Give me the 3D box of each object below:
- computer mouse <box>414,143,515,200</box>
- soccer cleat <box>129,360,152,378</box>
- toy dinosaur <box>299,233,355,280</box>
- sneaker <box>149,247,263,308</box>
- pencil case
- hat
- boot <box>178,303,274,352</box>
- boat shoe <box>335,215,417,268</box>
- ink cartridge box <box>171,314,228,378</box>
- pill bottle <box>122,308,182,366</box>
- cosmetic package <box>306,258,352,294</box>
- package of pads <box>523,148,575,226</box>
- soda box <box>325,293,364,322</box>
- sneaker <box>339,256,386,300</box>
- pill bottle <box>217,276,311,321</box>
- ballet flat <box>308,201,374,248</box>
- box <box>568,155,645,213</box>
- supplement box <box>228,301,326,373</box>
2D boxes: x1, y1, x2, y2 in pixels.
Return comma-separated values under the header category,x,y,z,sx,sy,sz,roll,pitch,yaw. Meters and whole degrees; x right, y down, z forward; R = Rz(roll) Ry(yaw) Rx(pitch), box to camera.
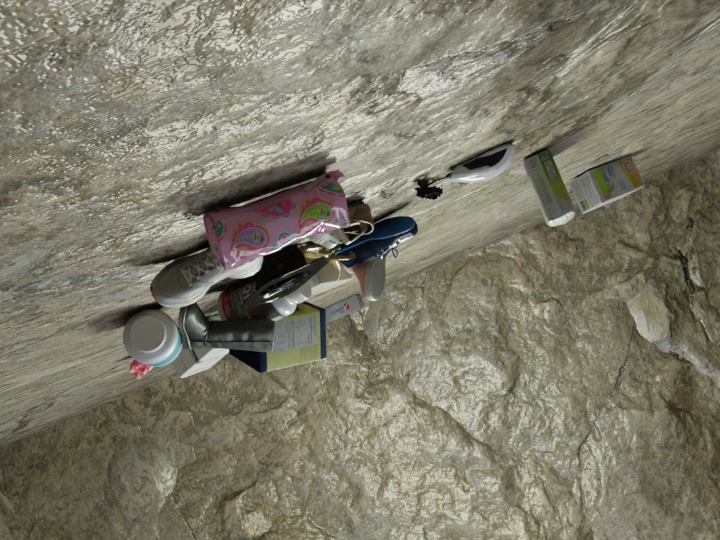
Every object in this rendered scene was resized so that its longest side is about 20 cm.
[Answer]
category,x,y,z,sx,sy,sz,roll,pitch,yaw
computer mouse,0.200,-0.176,1.347,0.198,0.044,0.110,-24,173,13
soccer cleat,-0.608,0.248,2.156,0.199,0.067,0.077,-34,-152,20
toy dinosaur,-0.066,-0.038,1.542,0.100,0.059,0.200,-18,158,23
sneaker,-0.235,-0.012,1.135,0.199,0.076,0.092,-28,170,-30
pencil case,-0.109,-0.070,0.977,0.198,0.088,0.087,-21,174,-15
hat,-0.163,-0.001,1.413,0.199,0.082,0.201,-31,173,-4
boot,-0.282,0.120,1.550,0.197,0.073,0.183,6,148,-1
boat shoe,0.041,-0.062,1.588,0.198,0.069,0.085,-15,-146,28
ink cartridge box,-0.433,0.210,2.080,0.199,0.085,0.146,-39,168,22
pill bottle,-0.433,0.141,1.517,0.110,0.112,0.200,-20,174,-13
cosmetic package,-0.108,0.012,1.753,0.104,0.072,0.200,-23,174,19
package of pads,0.424,-0.177,1.625,0.068,0.156,0.200,-23,174,15
soda box,-0.084,0.177,3.368,0.198,0.069,0.063,-25,174,19
sneaker,0.000,0.000,1.665,0.103,0.076,0.202,-15,-139,20
pill bottle,-0.212,0.063,1.629,0.198,0.112,0.111,-24,174,17
ballet flat,-0.042,-0.075,1.235,0.199,0.068,0.068,-16,171,-46
box,0.780,-0.273,2.298,0.198,0.114,0.101,-20,173,-25
supplement box,-0.221,0.161,1.911,0.198,0.136,0.199,-8,-166,-33
